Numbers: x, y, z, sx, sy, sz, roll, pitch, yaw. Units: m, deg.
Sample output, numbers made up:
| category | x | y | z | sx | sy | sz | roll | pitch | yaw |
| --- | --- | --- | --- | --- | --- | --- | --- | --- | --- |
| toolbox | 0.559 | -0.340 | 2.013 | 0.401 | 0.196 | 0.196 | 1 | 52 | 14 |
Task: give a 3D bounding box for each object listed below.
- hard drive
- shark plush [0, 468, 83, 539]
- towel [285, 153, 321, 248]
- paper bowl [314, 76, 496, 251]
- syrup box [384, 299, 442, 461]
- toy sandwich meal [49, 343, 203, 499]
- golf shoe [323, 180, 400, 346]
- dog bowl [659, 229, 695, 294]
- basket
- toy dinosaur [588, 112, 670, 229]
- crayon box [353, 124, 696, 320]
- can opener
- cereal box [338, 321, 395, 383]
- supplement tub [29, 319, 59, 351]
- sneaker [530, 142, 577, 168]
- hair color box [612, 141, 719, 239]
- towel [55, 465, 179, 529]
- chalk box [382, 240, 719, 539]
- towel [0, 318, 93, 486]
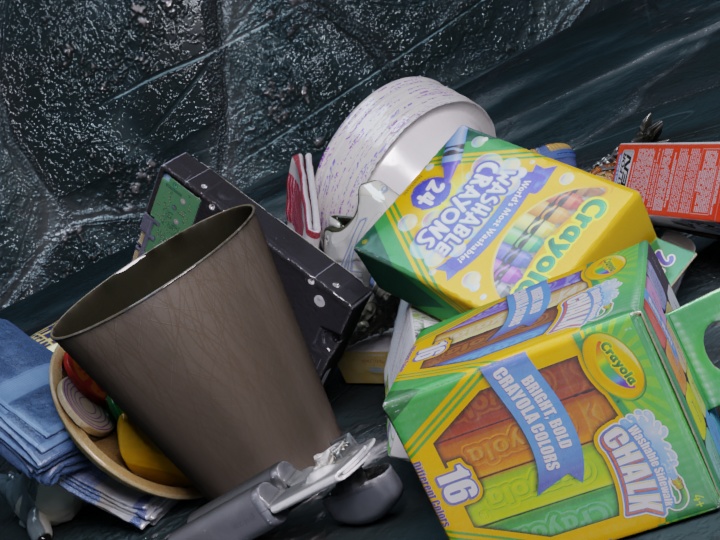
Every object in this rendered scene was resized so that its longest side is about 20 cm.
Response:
| category | x | y | z | sx | sy | sz | roll | pitch | yaw |
| --- | --- | --- | --- | --- | --- | --- | --- | --- | --- |
| hard drive | -0.097 | 0.014 | 1.125 | 0.038 | 0.199 | 0.140 | -38 | -21 | -50 |
| shark plush | -0.305 | 0.193 | 1.291 | 0.091 | 0.084 | 0.200 | -32 | 13 | -24 |
| towel | -0.059 | 0.013 | 1.233 | 0.023 | 0.201 | 0.144 | 2 | 33 | -9 |
| paper bowl | 0.055 | -0.072 | 1.283 | 0.200 | 0.202 | 0.104 | -33 | 50 | -29 |
| syrup box | 0.064 | 0.071 | 0.979 | 0.078 | 0.082 | 0.200 | 13 | 12 | -3 |
| toy sandwich meal | -0.163 | 0.106 | 1.144 | 0.070 | 0.205 | 0.205 | -48 | 0 | 28 |
| golf shoe | 0.000 | 0.000 | 1.152 | 0.078 | 0.098 | 0.200 | -19 | -21 | -38 |
| dog bowl | 0.153 | -0.006 | 1.045 | 0.198 | 0.059 | 0.200 | 7 | 13 | -2 |
| basket | -0.108 | 0.082 | 1.042 | 0.180 | 0.201 | 0.136 | -33 | 17 | -11 |
| toy dinosaur | 0.225 | -0.068 | 1.237 | 0.135 | 0.103 | 0.200 | -27 | 12 | -10 |
| crayon box | 0.107 | -0.014 | 0.920 | 0.199 | 0.052 | 0.126 | 27 | 69 | 42 |
| can opener | -0.053 | 0.173 | 0.951 | 0.200 | 0.067 | 0.053 | -34 | 5 | 38 |
| cereal box | 0.086 | 0.038 | 1.236 | 0.199 | 0.040 | 0.144 | -33 | 13 | -30 |
| supplement tub | -0.289 | 0.116 | 1.443 | 0.199 | 0.145 | 0.144 | -32 | 13 | -26 |
| sneaker | 0.126 | -0.041 | 1.208 | 0.199 | 0.088 | 0.075 | -31 | -9 | -24 |
| hair color box | 0.285 | -0.057 | 1.045 | 0.110 | 0.064 | 0.200 | 12 | 3 | -16 |
| towel | -0.226 | 0.145 | 1.201 | 0.199 | 0.024 | 0.147 | 23 | 33 | 19 |
| chalk box | 0.135 | 0.072 | 0.778 | 0.199 | 0.125 | 0.124 | -23 | 12 | 21 |
| towel | -0.292 | 0.105 | 1.177 | 0.199 | 0.049 | 0.111 | 30 | 33 | 32 |
